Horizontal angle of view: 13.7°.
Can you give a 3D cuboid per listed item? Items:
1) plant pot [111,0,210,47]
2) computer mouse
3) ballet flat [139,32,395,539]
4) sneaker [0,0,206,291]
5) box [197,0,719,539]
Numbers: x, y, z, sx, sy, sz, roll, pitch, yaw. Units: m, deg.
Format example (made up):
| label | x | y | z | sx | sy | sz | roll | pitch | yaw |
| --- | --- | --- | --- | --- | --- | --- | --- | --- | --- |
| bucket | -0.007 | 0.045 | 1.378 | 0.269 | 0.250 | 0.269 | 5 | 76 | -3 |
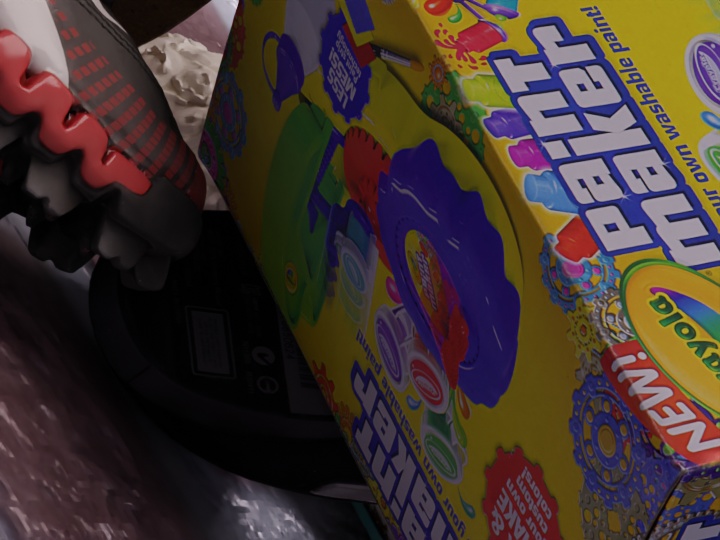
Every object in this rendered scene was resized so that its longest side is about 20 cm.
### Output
| label | x | y | z | sx | sy | sz | roll | pitch | yaw |
| --- | --- | --- | --- | --- | --- | --- | --- | --- | --- |
| plant pot | -0.107 | -0.183 | 0.783 | 0.200 | 0.186 | 0.187 | 31 | 25 | -30 |
| computer mouse | 0.028 | 0.053 | 0.760 | 0.199 | 0.046 | 0.141 | 3 | 49 | -23 |
| ballet flat | 0.000 | 0.000 | 0.852 | 0.200 | 0.072 | 0.072 | 58 | 17 | 22 |
| sneaker | -0.095 | -0.086 | 0.695 | 0.200 | 0.098 | 0.071 | 47 | -23 | -17 |
| box | 0.093 | -0.009 | 0.717 | 0.192 | 0.122 | 0.200 | -11 | 53 | -26 |
